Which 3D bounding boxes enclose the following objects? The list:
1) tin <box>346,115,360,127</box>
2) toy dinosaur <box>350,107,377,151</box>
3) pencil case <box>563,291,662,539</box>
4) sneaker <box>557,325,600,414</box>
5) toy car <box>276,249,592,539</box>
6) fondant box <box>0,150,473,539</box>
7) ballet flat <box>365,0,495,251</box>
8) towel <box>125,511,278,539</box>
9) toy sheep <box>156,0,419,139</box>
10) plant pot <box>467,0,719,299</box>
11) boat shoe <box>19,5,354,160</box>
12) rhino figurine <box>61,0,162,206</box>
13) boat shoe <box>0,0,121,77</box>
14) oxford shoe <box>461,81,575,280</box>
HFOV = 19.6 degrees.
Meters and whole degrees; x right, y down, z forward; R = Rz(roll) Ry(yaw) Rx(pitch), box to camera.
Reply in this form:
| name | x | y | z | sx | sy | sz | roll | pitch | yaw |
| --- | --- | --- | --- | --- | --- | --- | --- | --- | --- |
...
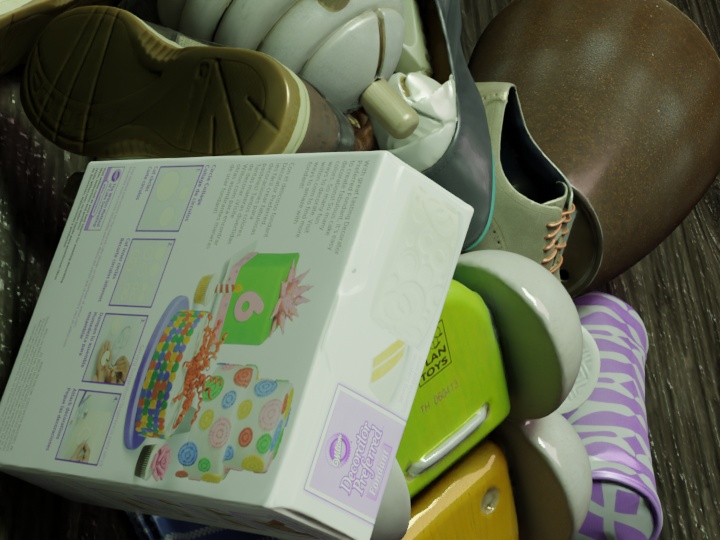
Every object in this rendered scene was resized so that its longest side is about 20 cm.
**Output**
| name | x | y | z | sx | sy | sz | roll | pitch | yaw |
| --- | --- | --- | --- | --- | --- | --- | --- | --- | --- |
| tin | -0.010 | -0.068 | 1.259 | 0.112 | 0.042 | 0.201 | 5 | 56 | -51 |
| toy dinosaur | 0.013 | -0.056 | 1.208 | 0.200 | 0.058 | 0.102 | 40 | 47 | -44 |
| pencil case | 0.144 | 0.098 | 1.265 | 0.085 | 0.084 | 0.201 | 38 | 31 | -21 |
| sneaker | 0.020 | 0.017 | 1.063 | 0.199 | 0.074 | 0.116 | 24 | 4 | -3 |
| toy car | 0.006 | 0.080 | 0.951 | 0.175 | 0.149 | 0.201 | -36 | 134 | -32 |
| fondant box | -0.060 | 0.029 | 0.855 | 0.058 | 0.199 | 0.145 | 30 | 71 | -37 |
| ballet flat | 0.026 | -0.106 | 1.131 | 0.073 | 0.073 | 0.202 | 22 | 53 | -45 |
| towel | -0.049 | 0.133 | 0.991 | 0.144 | 0.024 | 0.201 | -5 | 64 | -60 |
| toy sheep | -0.037 | -0.144 | 1.068 | 0.200 | 0.138 | 0.137 | 51 | 25 | 21 |
| plant pot | 0.130 | -0.065 | 1.324 | 0.187 | 0.186 | 0.200 | 50 | 31 | -9 |
| boat shoe | -0.084 | -0.073 | 0.959 | 0.065 | 0.074 | 0.199 | 24 | -2 | -44 |
| rhino figurine | -0.111 | -0.077 | 1.082 | 0.201 | 0.059 | 0.088 | -93 | 160 | -47 |
| boat shoe | -0.174 | -0.143 | 1.045 | 0.066 | 0.074 | 0.200 | 42 | 21 | 4 |
| oxford shoe | 0.091 | -0.015 | 1.192 | 0.201 | 0.073 | 0.071 | 63 | 35 | -23 |
